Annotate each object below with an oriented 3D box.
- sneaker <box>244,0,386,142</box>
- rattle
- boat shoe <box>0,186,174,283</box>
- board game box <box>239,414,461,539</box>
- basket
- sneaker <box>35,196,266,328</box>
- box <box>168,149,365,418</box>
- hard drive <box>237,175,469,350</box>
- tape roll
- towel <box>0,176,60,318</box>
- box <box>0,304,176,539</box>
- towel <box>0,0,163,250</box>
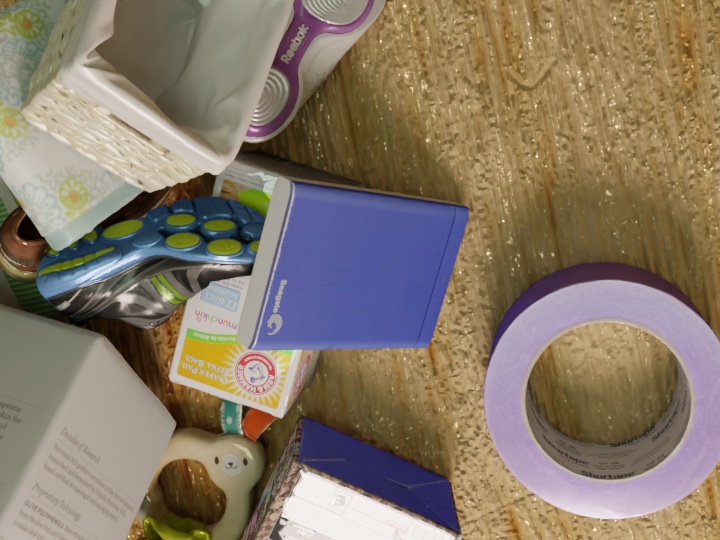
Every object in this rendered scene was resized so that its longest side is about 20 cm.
[{"bbox_3d":[-0.054,-0.192,0.810,0.075,0.100,0.201,40,81,-11],"label":"sneaker"},{"bbox_3d":[-0.151,0.193,0.868,0.200,0.143,0.131,-44,73,20],"label":"rattle"},{"bbox_3d":[-0.220,-0.067,0.815,0.072,0.068,0.200,48,61,-1],"label":"boat shoe"},{"bbox_3d":[-0.026,0.262,0.858,0.158,0.097,0.201,25,104,-6],"label":"board game box"},{"bbox_3d":[-0.150,-0.174,0.714,0.135,0.202,0.123,33,149,-32],"label":"basket"},{"bbox_3d":[-0.156,-0.002,0.769,0.198,0.071,0.083,-13,135,5],"label":"sneaker"},{"bbox_3d":[-0.080,0.009,0.835,0.111,0.101,0.202,18,103,8],"label":"box"},{"bbox_3d":[0.000,0.000,0.781,0.025,0.199,0.133,28,107,44],"label":"hard drive"},{"bbox_3d":[0.205,0.098,0.806,0.198,0.085,0.202,2,100,10],"label":"tape roll"},{"bbox_3d":[-0.342,-0.008,0.889,0.199,0.023,0.154,-24,94,38],"label":"towel"},{"bbox_3d":[-0.301,0.143,0.813,0.197,0.201,0.173,14,64,17],"label":"box"},{"bbox_3d":[-0.216,-0.138,0.761,0.048,0.200,0.172,-15,113,47],"label":"towel"}]
